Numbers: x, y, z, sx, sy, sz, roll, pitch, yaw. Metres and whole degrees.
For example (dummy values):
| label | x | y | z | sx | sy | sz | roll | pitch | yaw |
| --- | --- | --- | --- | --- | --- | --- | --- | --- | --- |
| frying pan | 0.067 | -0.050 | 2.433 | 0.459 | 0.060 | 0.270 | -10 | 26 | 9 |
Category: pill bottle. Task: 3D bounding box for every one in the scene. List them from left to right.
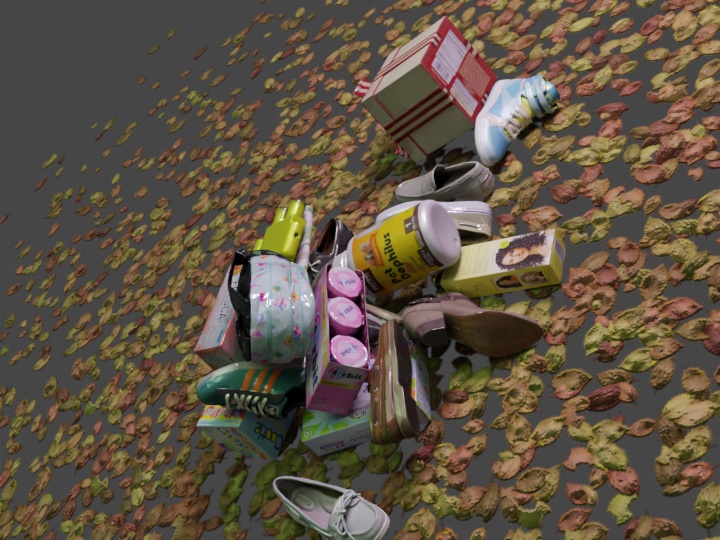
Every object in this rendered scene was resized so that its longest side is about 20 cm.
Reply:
| label | x | y | z | sx | sy | sz | roll | pitch | yaw |
| --- | --- | --- | --- | --- | --- | --- | --- | --- | --- |
| pill bottle | 0.054 | -0.026 | 1.473 | 0.199 | 0.109 | 0.110 | -26 | 38 | 30 |

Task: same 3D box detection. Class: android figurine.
| label | x | y | z | sx | sy | sz | roll | pitch | yaw |
| --- | --- | --- | --- | --- | --- | --- | --- | --- | --- |
| android figurine | -0.158 | -0.031 | 1.706 | 0.181 | 0.041 | 0.202 | -17 | 51 | 60 |

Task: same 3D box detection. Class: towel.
| label | x | y | z | sx | sy | sz | roll | pitch | yaw |
| --- | --- | --- | --- | --- | --- | --- | --- | --- | --- |
| towel | -0.138 | -0.012 | 1.718 | 0.149 | 0.030 | 0.202 | -49 | 26 | 38 |

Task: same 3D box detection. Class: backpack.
| label | x | y | z | sx | sy | sz | roll | pitch | yaw |
| --- | --- | --- | --- | --- | --- | --- | --- | --- | --- |
| backpack | -0.131 | 0.060 | 1.384 | 0.125 | 0.169 | 0.200 | -8 | 15 | -6 |

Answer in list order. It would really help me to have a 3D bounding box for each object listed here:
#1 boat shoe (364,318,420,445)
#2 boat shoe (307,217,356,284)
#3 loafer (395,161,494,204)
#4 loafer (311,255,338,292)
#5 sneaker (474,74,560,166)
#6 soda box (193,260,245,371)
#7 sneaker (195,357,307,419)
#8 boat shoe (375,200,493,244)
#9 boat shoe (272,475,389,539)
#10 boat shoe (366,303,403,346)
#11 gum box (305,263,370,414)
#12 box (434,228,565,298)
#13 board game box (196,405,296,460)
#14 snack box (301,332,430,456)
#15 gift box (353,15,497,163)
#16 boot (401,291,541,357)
| label | x | y | z | sx | sy | sz | roll | pitch | yaw |
| --- | --- | --- | --- | --- | --- | --- | --- | --- | --- |
| boat shoe | 0.036 | 0.156 | 1.323 | 0.067 | 0.072 | 0.202 | -21 | 42 | 17 |
| boat shoe | -0.077 | -0.005 | 1.677 | 0.071 | 0.068 | 0.201 | 7 | 59 | 42 |
| loafer | 0.142 | -0.157 | 1.633 | 0.198 | 0.070 | 0.071 | -9 | 47 | 36 |
| loafer | 0.000 | 0.000 | 1.584 | 0.199 | 0.076 | 0.070 | -35 | 15 | 8 |
| sneaker | 0.281 | -0.274 | 1.622 | 0.129 | 0.080 | 0.202 | -8 | 49 | 38 |
| soda box | -0.204 | 0.071 | 1.536 | 0.063 | 0.068 | 0.202 | -13 | 44 | 35 |
| sneaker | -0.149 | 0.186 | 1.398 | 0.197 | 0.072 | 0.081 | -8 | 53 | -8 |
| boat shoe | 0.122 | -0.074 | 1.528 | 0.197 | 0.072 | 0.063 | -6 | 51 | 7 |
| boat shoe | -0.045 | 0.337 | 1.300 | 0.201 | 0.065 | 0.075 | 11 | 60 | 46 |
| boat shoe | 0.010 | 0.091 | 1.492 | 0.200 | 0.074 | 0.069 | 8 | 78 | 67 |
| gum box | -0.037 | 0.098 | 1.385 | 0.202 | 0.065 | 0.114 | -94 | 21 | -44 |
| box | 0.215 | -0.006 | 1.432 | 0.198 | 0.050 | 0.076 | -13 | 44 | 34 |
| board game box | -0.166 | 0.196 | 1.518 | 0.102 | 0.105 | 0.202 | -6 | 48 | 38 |
| snack box | 0.008 | 0.189 | 1.413 | 0.198 | 0.053 | 0.143 | -22 | 42 | 21 |
| gift box | 0.112 | -0.325 | 1.700 | 0.186 | 0.185 | 0.201 | -25 | 23 | 46 |
| boot | 0.161 | 0.070 | 1.382 | 0.197 | 0.071 | 0.146 | 0 | 17 | -1 |
